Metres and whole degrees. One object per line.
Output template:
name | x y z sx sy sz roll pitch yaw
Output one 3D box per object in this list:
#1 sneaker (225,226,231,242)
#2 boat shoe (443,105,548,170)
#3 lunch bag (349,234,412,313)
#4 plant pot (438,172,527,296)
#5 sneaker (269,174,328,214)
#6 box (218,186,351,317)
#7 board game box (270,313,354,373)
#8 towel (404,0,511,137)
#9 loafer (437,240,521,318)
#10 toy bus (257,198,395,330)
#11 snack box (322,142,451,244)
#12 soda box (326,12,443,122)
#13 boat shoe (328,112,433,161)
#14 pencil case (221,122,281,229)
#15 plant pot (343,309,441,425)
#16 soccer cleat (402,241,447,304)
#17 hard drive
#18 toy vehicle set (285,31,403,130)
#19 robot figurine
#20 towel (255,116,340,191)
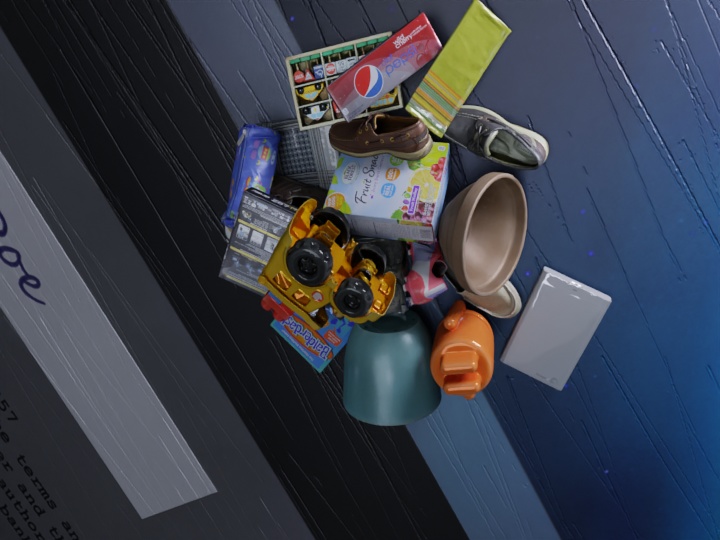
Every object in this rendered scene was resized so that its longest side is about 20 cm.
sneaker | -0.187 -0.048 1.268 0.196 0.077 0.088 32 149 -5
boat shoe | 0.220 -0.222 1.040 0.196 0.066 0.074 23 120 11
lunch bag | 0.000 0.000 1.156 0.192 0.140 0.173 -4 112 6
plant pot | 0.198 -0.068 1.058 0.091 0.198 0.208 17 119 42
sneaker | -0.146 -0.137 1.172 0.193 0.076 0.073 8 113 20
box | -0.131 -0.028 1.067 0.194 0.049 0.166 22 107 2
board game box | -0.078 0.092 1.286 0.151 0.045 0.201 41 118 1
towel | 0.158 -0.325 1.006 0.085 0.018 0.203 28 105 -25
loafer | 0.209 0.024 1.141 0.198 0.068 0.077 37 119 3
toy bus | -0.067 0.025 0.990 0.199 0.137 0.192 39 121 -9
snack box | 0.049 -0.143 1.078 0.193 0.173 0.068 6 150 17
soda box | 0.038 -0.334 1.025 0.197 0.064 0.071 -36 105 5
boat shoe | 0.029 -0.239 1.056 0.194 0.073 0.068 10 148 28
pencil case | -0.202 -0.169 1.136 0.076 0.086 0.207 5 81 38
plant pot | 0.057 0.168 1.184 0.194 0.201 0.167 2 109 19
soccer cleat | 0.121 -0.019 1.088 0.074 0.203 0.068 -17 122 23
hard drive | 0.357 0.110 1.145 0.129 0.026 0.205 24 116 10
toy vehicle set | -0.027 -0.333 1.092 0.193 0.027 0.128 -9 107 13
robot figurine | 0.187 0.144 1.122 0.143 0.201 0.117 41 114 -5
towel | -0.119 -0.188 1.197 0.186 0.035 0.207 -1 110 21
